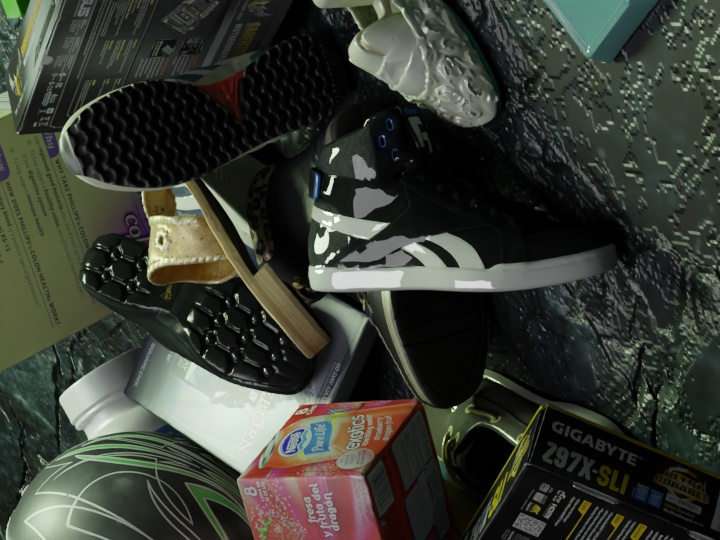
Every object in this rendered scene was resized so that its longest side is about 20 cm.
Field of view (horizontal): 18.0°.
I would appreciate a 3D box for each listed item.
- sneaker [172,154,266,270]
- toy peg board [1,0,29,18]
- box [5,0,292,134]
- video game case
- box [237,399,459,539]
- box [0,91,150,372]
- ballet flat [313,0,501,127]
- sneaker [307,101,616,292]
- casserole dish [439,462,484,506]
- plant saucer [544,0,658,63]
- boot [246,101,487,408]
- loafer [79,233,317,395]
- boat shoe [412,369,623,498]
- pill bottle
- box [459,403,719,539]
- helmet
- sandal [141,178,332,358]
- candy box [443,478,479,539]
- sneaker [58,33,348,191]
[{"bbox_3d":[-0.120,-0.068,1.620,0.200,0.075,0.085,50,144,20],"label":"sneaker"},{"bbox_3d":[-0.194,-0.266,1.557,0.199,0.097,0.201,2,115,55],"label":"toy peg board"},{"bbox_3d":[-0.136,-0.160,1.482,0.200,0.157,0.049,125,135,-59],"label":"box"},{"bbox_3d":[-0.081,0.064,1.637,0.199,0.019,0.144,28,96,44],"label":"video game case"},{"bbox_3d":[0.005,0.193,1.457,0.095,0.100,0.202,-4,114,28],"label":"box"},{"bbox_3d":[-0.266,-0.036,1.739,0.096,0.199,0.177,6,119,54],"label":"box"},{"bbox_3d":[0.006,-0.161,1.374,0.201,0.071,0.072,57,148,8],"label":"ballet flat"},{"bbox_3d":[0.053,-0.045,1.353,0.198,0.073,0.113,-2,96,27],"label":"sneaker"},{"bbox_3d":[0.026,0.210,1.574,0.199,0.039,0.122,-29,101,35],"label":"casserole dish"},{"bbox_3d":[0.088,-0.208,1.261,0.201,0.019,0.070,56,148,13],"label":"plant saucer"},{"bbox_3d":[0.000,0.000,1.496,0.150,0.073,0.201,-19,96,59],"label":"boot"},{"bbox_3d":[-0.110,0.032,1.617,0.200,0.068,0.070,26,176,25],"label":"loafer"},{"bbox_3d":[0.088,0.113,1.462,0.201,0.060,0.073,13,124,52],"label":"boat shoe"},{"bbox_3d":[-0.155,0.166,1.815,0.201,0.112,0.112,59,149,7],"label":"pill bottle"},{"bbox_3d":[0.146,0.176,1.366,0.158,0.050,0.201,21,142,-2],"label":"box"},{"bbox_3d":[-0.153,0.213,1.656,0.199,0.199,0.192,19,124,48],"label":"helmet"},{"bbox_3d":[-0.108,-0.009,1.502,0.212,0.070,0.078,49,-179,25],"label":"sandal"},{"bbox_3d":[0.067,0.206,1.512,0.200,0.026,0.102,38,123,2],"label":"candy box"},{"bbox_3d":[-0.108,-0.093,1.470,0.093,0.199,0.071,-22,90,65],"label":"sneaker"}]
